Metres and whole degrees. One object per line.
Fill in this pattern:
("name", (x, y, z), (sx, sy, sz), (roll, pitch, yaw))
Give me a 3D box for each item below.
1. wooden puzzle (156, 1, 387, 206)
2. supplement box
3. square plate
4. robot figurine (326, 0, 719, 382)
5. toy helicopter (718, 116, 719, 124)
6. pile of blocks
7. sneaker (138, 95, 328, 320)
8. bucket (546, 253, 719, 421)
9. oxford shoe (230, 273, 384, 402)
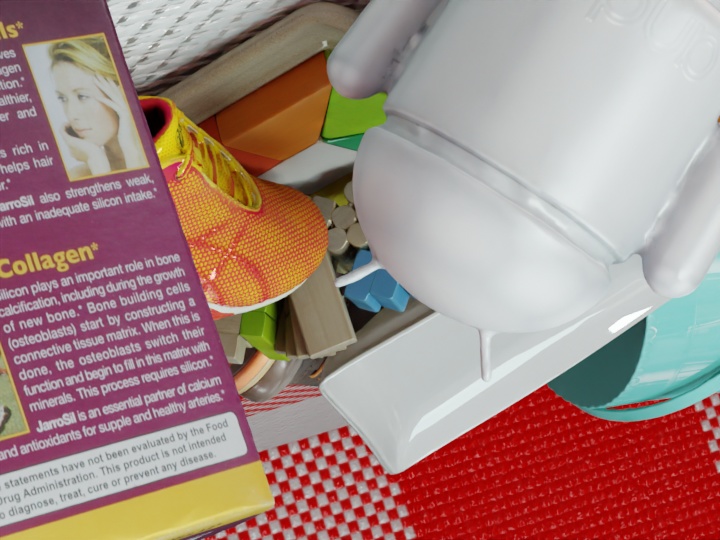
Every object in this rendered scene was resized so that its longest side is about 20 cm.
("wooden puzzle", (-0.024, -0.056, 1.106), (0.200, 0.037, 0.185), (-22, 160, 34))
("supplement box", (-0.134, 0.014, 0.836), (0.131, 0.200, 0.103), (-12, 171, -39))
("square plate", (0.076, 0.022, 1.246), (0.200, 0.028, 0.198), (-33, 159, 0))
("robot figurine", (0.072, -0.060, 0.950), (0.200, 0.169, 0.113), (-58, 169, -2))
("toy helicopter", (0.170, -0.082, 1.242), (0.132, 0.079, 0.200), (-30, 160, -23))
("pile of blocks", (0.000, 0.000, 1.111), (0.200, 0.082, 0.062), (-19, 160, 10))
("sneaker", (-0.079, -0.030, 1.006), (0.200, 0.073, 0.077), (11, 135, -47))
("bucket", (0.177, -0.015, 1.438), (0.135, 0.208, 0.207), (-10, 170, -24))
("oxford shoe", (-0.020, 0.028, 1.234), (0.071, 0.073, 0.200), (-46, -176, 21))
